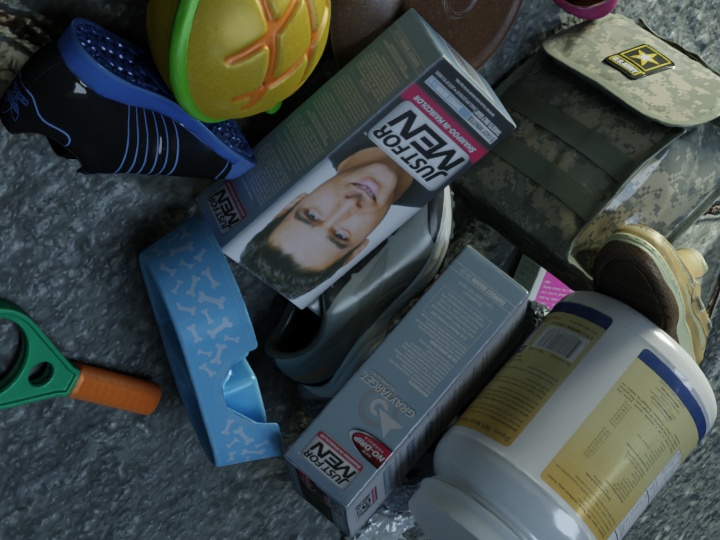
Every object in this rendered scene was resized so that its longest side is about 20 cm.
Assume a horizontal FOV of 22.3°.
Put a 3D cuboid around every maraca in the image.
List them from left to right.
[{"bbox_3d":[-0.067,-0.158,1.153,0.138,0.106,0.200,-67,162,10],"label":"maraca"}]

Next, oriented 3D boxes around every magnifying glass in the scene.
[{"bbox_3d":[-0.214,0.069,1.239,0.199,0.022,0.080,21,102,-46],"label":"magnifying glass"}]

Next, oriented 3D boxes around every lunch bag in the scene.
[{"bbox_3d":[0.185,-0.097,1.376,0.200,0.164,0.118,-47,140,-4],"label":"lunch bag"}]

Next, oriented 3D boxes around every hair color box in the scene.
[{"bbox_3d":[-0.004,-0.073,1.243,0.200,0.061,0.099,-40,137,13],"label":"hair color box"},{"bbox_3d":[0.034,0.088,1.305,0.200,0.061,0.099,-49,165,-14],"label":"hair color box"}]

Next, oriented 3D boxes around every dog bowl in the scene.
[{"bbox_3d":[-0.105,0.056,1.265,0.049,0.112,0.201,-22,133,-12],"label":"dog bowl"}]

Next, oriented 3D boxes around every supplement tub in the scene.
[{"bbox_3d":[0.142,0.130,1.298,0.200,0.144,0.145,-47,139,-16],"label":"supplement tub"}]

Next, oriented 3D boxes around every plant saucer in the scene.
[{"bbox_3d":[0.061,-0.200,1.268,0.200,0.037,0.202,-32,137,-35],"label":"plant saucer"}]

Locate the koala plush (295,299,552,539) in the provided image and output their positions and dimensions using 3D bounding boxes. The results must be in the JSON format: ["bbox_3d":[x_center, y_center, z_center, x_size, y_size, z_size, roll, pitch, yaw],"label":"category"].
[{"bbox_3d":[0.053,0.136,1.427,0.199,0.184,0.179,-15,84,-27],"label":"koala plush"}]

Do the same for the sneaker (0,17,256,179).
[{"bbox_3d":[-0.147,-0.093,1.158,0.078,0.070,0.200,-38,147,16],"label":"sneaker"}]

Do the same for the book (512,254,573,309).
[{"bbox_3d":[0.194,-0.016,1.537,0.133,0.048,0.201,7,112,-42],"label":"book"}]

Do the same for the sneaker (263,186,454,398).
[{"bbox_3d":[0.000,0.000,1.328,0.079,0.074,0.201,22,101,-43],"label":"sneaker"}]

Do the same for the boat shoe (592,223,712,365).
[{"bbox_3d":[0.219,0.011,1.324,0.076,0.071,0.200,-52,153,-15],"label":"boat shoe"}]

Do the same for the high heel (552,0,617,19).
[{"bbox_3d":[0.166,-0.203,1.310,0.067,0.097,0.200,-26,157,10],"label":"high heel"}]
